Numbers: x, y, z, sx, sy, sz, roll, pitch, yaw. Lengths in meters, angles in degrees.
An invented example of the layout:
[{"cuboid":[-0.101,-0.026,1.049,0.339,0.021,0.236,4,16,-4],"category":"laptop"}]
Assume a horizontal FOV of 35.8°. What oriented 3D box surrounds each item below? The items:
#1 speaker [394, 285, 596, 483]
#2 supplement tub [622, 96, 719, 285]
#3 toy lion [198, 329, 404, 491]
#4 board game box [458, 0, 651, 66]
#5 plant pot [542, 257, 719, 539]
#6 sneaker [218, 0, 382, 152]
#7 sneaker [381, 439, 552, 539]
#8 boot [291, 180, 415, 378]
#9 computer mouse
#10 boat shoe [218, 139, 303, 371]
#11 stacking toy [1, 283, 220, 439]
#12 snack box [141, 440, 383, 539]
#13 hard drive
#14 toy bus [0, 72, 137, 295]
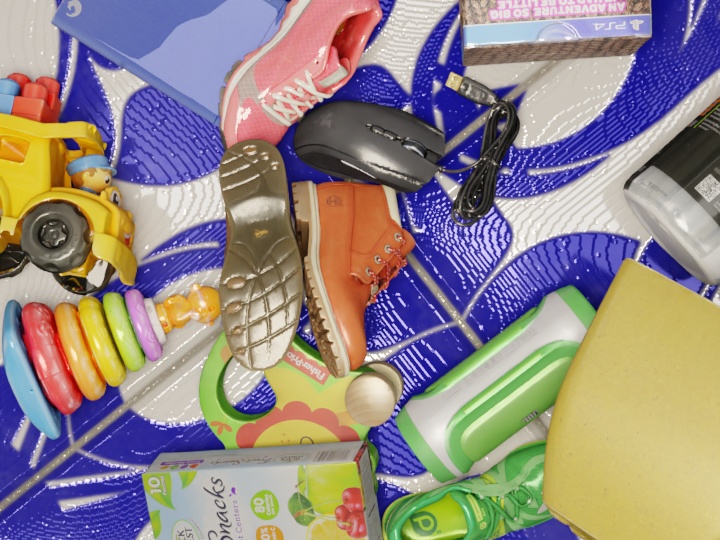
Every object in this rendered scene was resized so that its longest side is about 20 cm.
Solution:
[{"cuboid":[0.131,0.101,0.996,0.200,0.088,0.089,-38,89,4],"category":"speaker"},{"cuboid":[0.337,-0.093,0.958,0.200,0.123,0.123,-42,88,5],"category":"supplement tub"},{"cuboid":[-0.065,0.146,1.029,0.200,0.069,0.192,33,101,3],"category":"toy lion"},{"cuboid":[0.163,-0.291,0.977,0.159,0.097,0.201,-2,91,4],"category":"board game box"},{"cuboid":[0.255,0.146,0.890,0.195,0.194,0.200,31,83,29],"category":"plant pot"},{"cuboid":[-0.054,-0.176,0.990,0.087,0.074,0.201,36,95,43],"category":"sneaker"},{"cuboid":[0.115,0.214,1.002,0.199,0.084,0.074,-24,89,4],"category":"sneaker"},{"cuboid":[0.000,0.000,0.977,0.107,0.075,0.201,-4,57,-6],"category":"boot"},{"cuboid":[0.044,-0.134,1.003,0.199,0.046,0.141,22,69,17],"category":"computer mouse"},{"cuboid":[-0.084,-0.010,0.969,0.072,0.068,0.201,-5,76,2],"category":"boat shoe"},{"cuboid":[-0.220,0.057,1.021,0.199,0.110,0.116,-21,112,-8],"category":"stacking toy"},{"cuboid":[-0.084,0.232,0.999,0.199,0.053,0.143,-5,102,14],"category":"snack box"},{"cuboid":[-0.170,-0.234,1.038,0.200,0.025,0.132,32,94,2],"category":"hard drive"},{"cuboid":[-0.291,-0.086,1.011,0.199,0.136,0.193,11,76,2],"category":"toy bus"}]
